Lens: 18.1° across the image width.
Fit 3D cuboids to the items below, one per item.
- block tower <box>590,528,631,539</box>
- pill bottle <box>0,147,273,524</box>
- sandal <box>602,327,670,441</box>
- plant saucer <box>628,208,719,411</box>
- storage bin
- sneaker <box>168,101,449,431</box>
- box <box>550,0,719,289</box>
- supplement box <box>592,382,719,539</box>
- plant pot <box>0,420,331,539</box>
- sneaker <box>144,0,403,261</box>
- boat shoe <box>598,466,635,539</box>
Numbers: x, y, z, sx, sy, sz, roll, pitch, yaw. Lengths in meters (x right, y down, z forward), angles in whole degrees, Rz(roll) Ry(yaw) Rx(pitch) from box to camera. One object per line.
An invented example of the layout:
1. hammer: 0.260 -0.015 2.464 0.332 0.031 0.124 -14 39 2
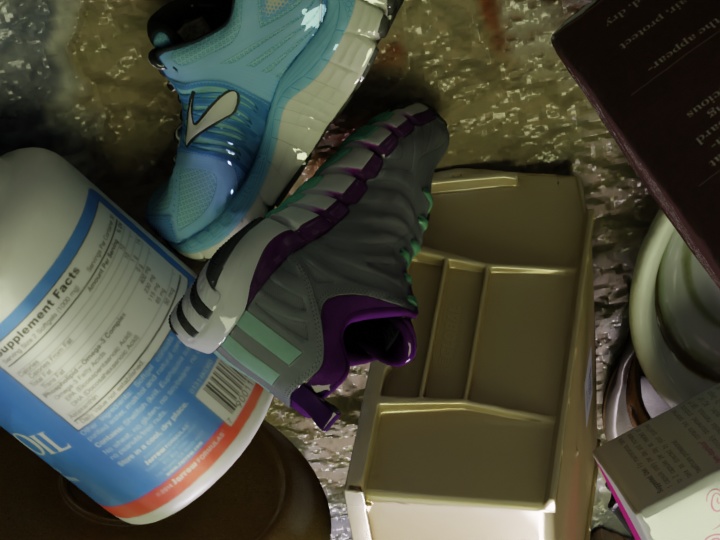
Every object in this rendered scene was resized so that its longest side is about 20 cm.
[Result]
1. block tower: 0.121 0.182 1.332 0.200 0.054 0.058 25 128 -34
2. pill bottle: -0.142 0.016 1.022 0.112 0.112 0.200 -35 116 27
3. sandal: 0.177 0.063 1.203 0.082 0.055 0.200 -3 139 -7
4. plant saucer: 0.219 -0.010 1.108 0.200 0.050 0.200 -9 124 -13
5. storage bin: 0.062 0.085 1.101 0.094 0.199 0.200 3 141 10
6. sneaker: 0.000 0.000 0.987 0.088 0.200 0.074 42 132 4
7. box: 0.211 -0.046 0.929 0.164 0.200 0.166 -35 126 6
8. supplement box: 0.226 0.094 1.069 0.200 0.103 0.101 -27 105 -1
9. plant pot: -0.113 0.110 1.097 0.200 0.200 0.028 -2 123 -9
10. sneaker: -0.054 -0.084 0.988 0.090 0.078 0.200 31 135 -6
11. boat shoe: 0.202 0.128 1.211 0.074 0.063 0.201 -34 155 31
